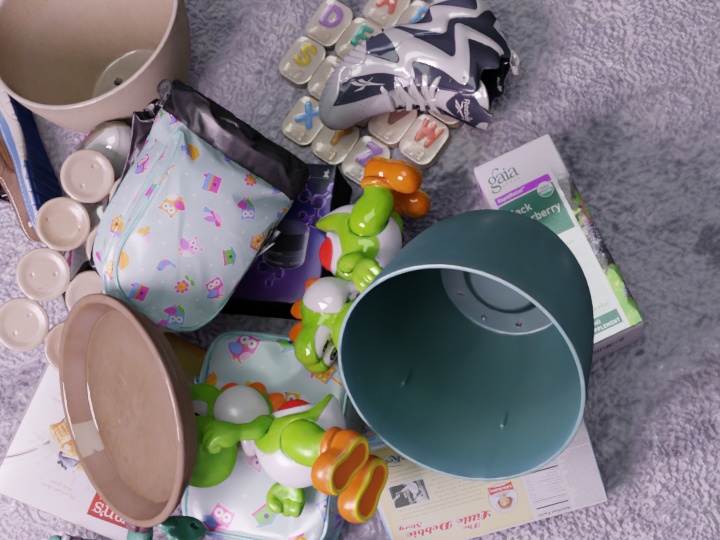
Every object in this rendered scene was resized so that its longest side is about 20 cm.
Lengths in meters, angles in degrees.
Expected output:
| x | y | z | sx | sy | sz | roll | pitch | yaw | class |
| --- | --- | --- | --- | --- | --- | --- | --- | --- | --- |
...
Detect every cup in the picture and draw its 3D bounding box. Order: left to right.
| x | y | z | sx | sy | sz | roll | pitch | yaw | class |
| --- | --- | --- | --- | --- | --- | --- | --- | --- | --- |
| -0.250 | -0.214 | 1.267 | 0.199 | 0.143 | 0.202 | -6 | 66 | 13 | cup |

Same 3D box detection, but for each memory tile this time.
| x | y | z | sx | sy | sz | roll | pitch | yaw | class |
| --- | --- | --- | --- | --- | --- | --- | --- | --- | --- |
| -0.240 | 0.002 | 1.175 | 0.152 | 0.017 | 0.201 | 24 | 85 | -12 | memory tile |

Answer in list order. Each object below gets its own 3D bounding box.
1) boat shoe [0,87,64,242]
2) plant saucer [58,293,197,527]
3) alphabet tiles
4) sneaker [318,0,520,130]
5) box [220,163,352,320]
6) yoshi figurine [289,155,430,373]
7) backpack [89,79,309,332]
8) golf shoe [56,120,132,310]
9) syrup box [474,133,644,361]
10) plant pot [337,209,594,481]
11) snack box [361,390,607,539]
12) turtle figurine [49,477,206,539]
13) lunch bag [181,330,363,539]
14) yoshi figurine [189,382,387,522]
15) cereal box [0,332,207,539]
| x | y | z | sx | sy | sz | roll | pitch | yaw | class |
| --- | --- | --- | --- | --- | --- | --- | --- | --- | --- |
| -0.365 | -0.105 | 1.315 | 0.072 | 0.072 | 0.201 | -27 | 62 | 9 | boat shoe |
| -0.196 | 0.116 | 1.066 | 0.199 | 0.029 | 0.202 | 18 | 115 | 46 | plant saucer |
| 0.016 | -0.191 | 1.280 | 0.199 | 0.015 | 0.196 | 35 | 85 | 18 | alphabet tiles |
| 0.066 | -0.172 | 1.214 | 0.198 | 0.080 | 0.130 | -32 | 63 | -9 | sneaker |
| -0.119 | -0.033 | 1.236 | 0.198 | 0.079 | 0.142 | 4 | 74 | 13 | box |
| 0.014 | 0.006 | 1.136 | 0.112 | 0.112 | 0.201 | 31 | 73 | -21 | yoshi figurine |
| -0.155 | -0.046 | 1.117 | 0.166 | 0.127 | 0.201 | 33 | 90 | -19 | backpack |
| -0.247 | -0.046 | 1.230 | 0.092 | 0.072 | 0.201 | 41 | 121 | 36 | golf shoe |
| 0.181 | -0.016 | 1.164 | 0.078 | 0.081 | 0.201 | -25 | 73 | 4 | syrup box |
| 0.102 | 0.042 | 1.036 | 0.199 | 0.202 | 0.161 | 14 | 35 | 15 | plant pot |
| 0.108 | 0.175 | 1.123 | 0.199 | 0.037 | 0.117 | -17 | 108 | 7 | snack box |
| -0.218 | 0.284 | 1.152 | 0.149 | 0.101 | 0.201 | 38 | 110 | 20 | turtle figurine |
| -0.084 | 0.155 | 1.178 | 0.159 | 0.077 | 0.202 | 5 | 77 | 15 | lunch bag |
| -0.086 | 0.160 | 1.070 | 0.199 | 0.112 | 0.113 | 16 | 106 | 34 | yoshi figurine |
| -0.244 | 0.141 | 1.202 | 0.143 | 0.039 | 0.201 | 26 | 81 | -16 | cereal box |
